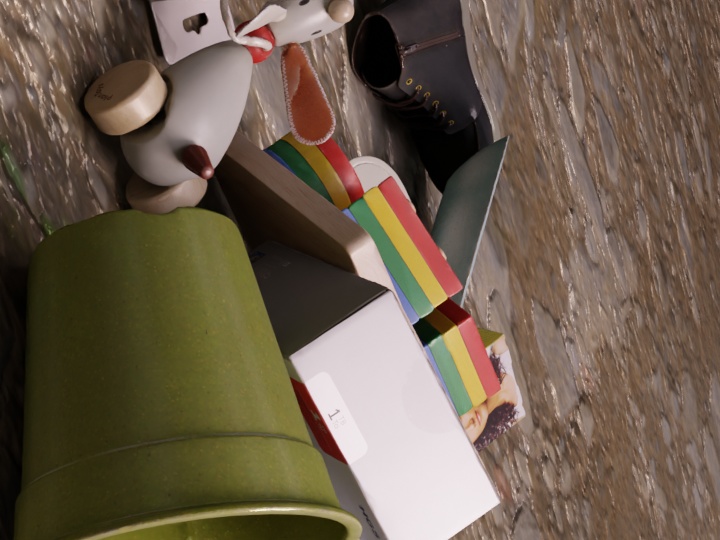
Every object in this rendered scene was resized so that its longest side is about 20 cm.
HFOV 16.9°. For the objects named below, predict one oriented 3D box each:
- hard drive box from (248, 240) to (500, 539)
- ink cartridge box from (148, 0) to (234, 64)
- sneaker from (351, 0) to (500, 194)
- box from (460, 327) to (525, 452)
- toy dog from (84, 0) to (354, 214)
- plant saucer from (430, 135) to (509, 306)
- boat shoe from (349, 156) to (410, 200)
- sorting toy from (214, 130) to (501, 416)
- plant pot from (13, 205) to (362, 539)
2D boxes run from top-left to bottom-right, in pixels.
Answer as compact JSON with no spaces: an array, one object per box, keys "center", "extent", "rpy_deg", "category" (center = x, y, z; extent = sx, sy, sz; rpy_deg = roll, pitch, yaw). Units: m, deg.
[{"center":[-0.016,0.077,1.492],"extent":[0.077,0.200,0.156],"rpy_deg":[-33,109,-15],"category":"hard drive box"},{"center":[-0.096,-0.242,1.559],"extent":[0.116,0.067,0.200],"rpy_deg":[-36,118,-63],"category":"ink cartridge box"},{"center":[0.045,-0.129,1.880],"extent":[0.106,0.075,0.200],"rpy_deg":[-41,124,-47],"category":"sneaker"},{"center":[0.029,0.119,1.699],"extent":[0.200,0.050,0.075],"rpy_deg":[-36,123,-32],"category":"box"},{"center":[-0.074,-0.113,1.470],"extent":[0.132,0.096,0.200],"rpy_deg":[38,82,-42],"category":"toy dog"},{"center":[0.070,-0.011,1.843],"extent":[0.201,0.039,0.201],"rpy_deg":[16,90,-87],"category":"plant saucer"},{"center":[0.008,0.018,1.785],"extent":[0.062,0.073,0.200],"rpy_deg":[157,-76,-69],"category":"boat shoe"},{"center":[0.000,0.000,1.575],"extent":[0.070,0.200,0.199],"rpy_deg":[-35,129,-14],"category":"sorting toy"},{"center":[-0.114,0.072,1.346],"extent":[0.200,0.200,0.190],"rpy_deg":[29,46,-63],"category":"plant pot"}]
